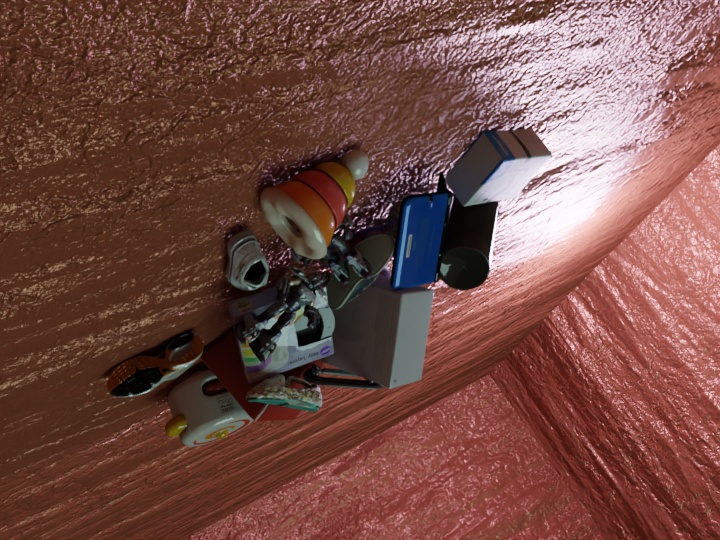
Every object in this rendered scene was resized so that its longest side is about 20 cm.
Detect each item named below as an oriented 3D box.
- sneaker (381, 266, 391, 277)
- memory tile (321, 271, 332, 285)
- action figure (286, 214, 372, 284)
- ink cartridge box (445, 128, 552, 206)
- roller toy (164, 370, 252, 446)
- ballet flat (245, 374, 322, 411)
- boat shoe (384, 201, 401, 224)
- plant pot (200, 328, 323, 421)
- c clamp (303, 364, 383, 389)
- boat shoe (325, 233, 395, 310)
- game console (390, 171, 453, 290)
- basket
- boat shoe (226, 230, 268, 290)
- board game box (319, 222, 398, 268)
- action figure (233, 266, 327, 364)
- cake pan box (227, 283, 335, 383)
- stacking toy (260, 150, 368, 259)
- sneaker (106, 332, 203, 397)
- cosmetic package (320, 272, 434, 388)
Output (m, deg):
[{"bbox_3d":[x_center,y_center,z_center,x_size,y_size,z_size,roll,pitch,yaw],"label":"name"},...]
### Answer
[{"bbox_3d":[0.010,0.049,1.796,0.199,0.088,0.076,-19,155,-37],"label":"sneaker"},{"bbox_3d":[-0.016,0.064,1.739,0.152,0.017,0.202,-29,123,-17],"label":"memory tile"},{"bbox_3d":[-0.058,-0.050,1.418,0.129,0.070,0.200,-26,138,19],"label":"action figure"},{"bbox_3d":[0.298,-0.223,1.644,0.199,0.085,0.146,-13,151,-44],"label":"ink cartridge box"},{"bbox_3d":[-0.337,0.316,1.741,0.181,0.141,0.200,-28,162,10],"label":"roller toy"},{"bbox_3d":[-0.155,0.245,1.552,0.075,0.065,0.199,-11,159,37],"label":"ballet flat"},{"bbox_3d":[0.082,-0.079,1.632,0.067,0.074,0.200,-44,162,-8],"label":"boat shoe"},{"bbox_3d":[-0.192,0.196,1.684,0.177,0.200,0.200,-49,158,7],"label":"plant pot"},{"bbox_3d":[-0.032,0.227,1.632,0.198,0.027,0.171,6,-171,-17],"label":"c clamp"},{"bbox_3d":[0.000,0.000,1.540,0.200,0.073,0.063,-47,166,19],"label":"boat shoe"},{"bbox_3d":[0.117,-0.083,1.555,0.169,0.118,0.202,-11,121,-30],"label":"game console"},{"bbox_3d":[0.226,-0.061,1.677,0.180,0.136,0.201,-38,-157,30],"label":"basket"},{"bbox_3d":[-0.200,0.004,1.368,0.073,0.067,0.200,-30,161,-11],"label":"boat shoe"},{"bbox_3d":[0.012,-0.031,1.588,0.198,0.039,0.158,-15,154,6],"label":"board game box"},{"bbox_3d":[-0.135,0.073,1.407,0.200,0.069,0.130,-43,126,3],"label":"action figure"},{"bbox_3d":[-0.149,0.115,1.507,0.198,0.052,0.186,-17,132,-16],"label":"cake pan box"},{"bbox_3d":[-0.055,-0.131,1.272,0.200,0.146,0.146,-45,164,-19],"label":"stacking toy"},{"bbox_3d":[-0.403,0.202,1.517,0.198,0.076,0.092,-25,163,-22],"label":"sneaker"},{"bbox_3d":[0.035,0.119,1.629,0.122,0.199,0.202,-4,106,-49],"label":"cosmetic package"}]
